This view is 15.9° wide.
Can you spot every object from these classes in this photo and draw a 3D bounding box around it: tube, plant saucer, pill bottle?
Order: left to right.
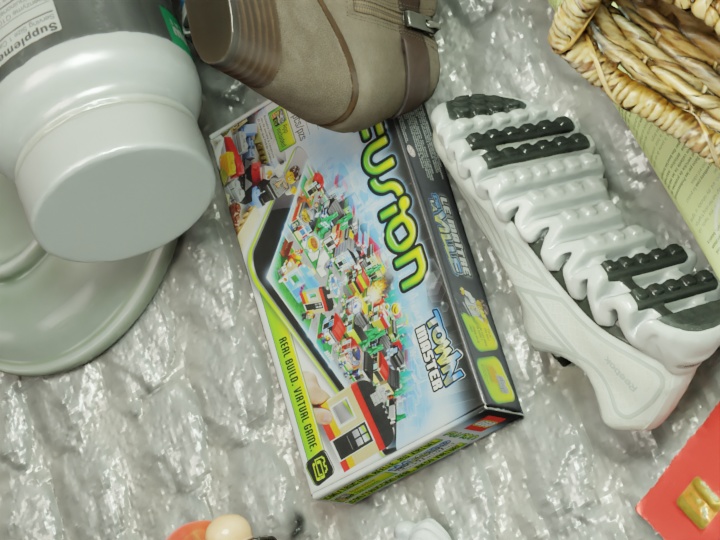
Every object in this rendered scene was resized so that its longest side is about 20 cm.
[{"bbox_3d":[-0.183,-0.045,1.389,0.199,0.050,0.201,-8,77,36],"label":"plant saucer"},{"bbox_3d":[-0.145,-0.111,1.299,0.113,0.113,0.201,-38,56,25],"label":"pill bottle"},{"bbox_3d":[0.138,-0.080,1.134,0.052,0.058,0.200,-28,56,-1],"label":"tube"}]

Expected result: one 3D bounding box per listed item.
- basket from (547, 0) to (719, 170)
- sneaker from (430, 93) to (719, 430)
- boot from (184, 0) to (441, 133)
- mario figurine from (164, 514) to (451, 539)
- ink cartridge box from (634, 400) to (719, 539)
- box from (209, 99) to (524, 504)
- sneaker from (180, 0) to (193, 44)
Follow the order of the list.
[{"bbox_3d":[0.197,-0.106,0.984,0.200,0.143,0.149,35,78,0],"label":"basket"},{"bbox_3d":[0.088,-0.008,1.171,0.200,0.075,0.081,53,140,39],"label":"sneaker"},{"bbox_3d":[-0.024,-0.164,1.195,0.070,0.146,0.201,-5,85,41],"label":"boot"},{"bbox_3d":[-0.033,0.148,1.195,0.199,0.123,0.107,1,68,48],"label":"mario figurine"},{"bbox_3d":[0.213,0.074,1.075,0.200,0.050,0.161,-53,56,15],"label":"ink cartridge box"},{"bbox_3d":[0.000,0.000,1.253,0.110,0.035,0.201,-30,65,29],"label":"box"},{"bbox_3d":[-0.037,-0.209,1.298,0.200,0.075,0.087,-45,53,22],"label":"sneaker"}]
